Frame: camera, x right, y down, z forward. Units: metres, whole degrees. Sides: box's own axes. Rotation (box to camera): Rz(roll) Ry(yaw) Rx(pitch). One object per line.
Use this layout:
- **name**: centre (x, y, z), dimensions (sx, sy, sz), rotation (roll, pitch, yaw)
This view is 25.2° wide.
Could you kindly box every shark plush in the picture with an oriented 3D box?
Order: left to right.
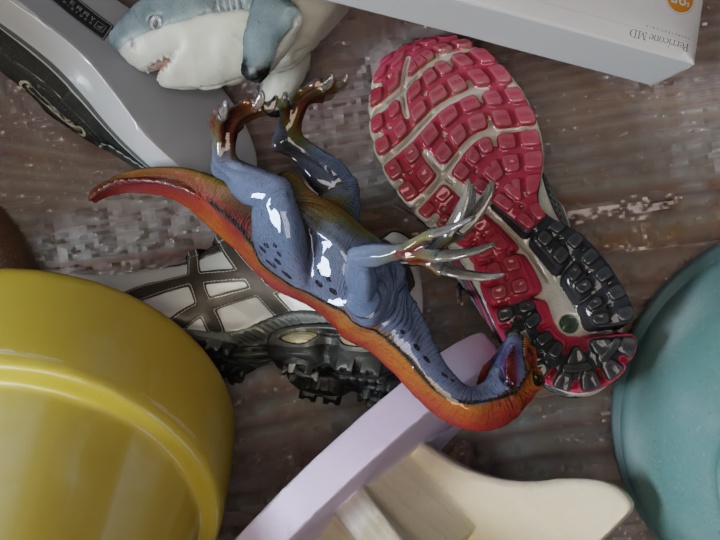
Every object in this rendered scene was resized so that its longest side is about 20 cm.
- **shark plush**: centre (-0.033, -0.167, 0.788), dimensions (0.083, 0.091, 0.200), rotation (38, 99, 7)

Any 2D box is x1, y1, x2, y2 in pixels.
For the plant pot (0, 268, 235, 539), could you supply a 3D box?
- **plant pot**: centre (-0.164, 0.133, 0.744), dimensions (0.201, 0.189, 0.201), rotation (1, 133, 1)

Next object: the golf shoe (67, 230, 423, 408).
- **golf shoe**: centre (-0.063, 0.011, 0.826), dimensions (0.200, 0.078, 0.095), rotation (8, 72, 10)

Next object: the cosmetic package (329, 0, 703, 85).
- **cosmetic package**: centre (0.065, -0.153, 0.758), dimensions (0.200, 0.051, 0.083), rotation (12, 83, -15)

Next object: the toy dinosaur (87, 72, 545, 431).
- **toy dinosaur**: centre (0.000, 0.000, 0.749), dimensions (0.200, 0.105, 0.182), rotation (-25, 87, 36)

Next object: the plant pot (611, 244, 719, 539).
- **plant pot**: centre (0.225, 0.083, 0.765), dimensions (0.200, 0.134, 0.200), rotation (1, 98, 5)

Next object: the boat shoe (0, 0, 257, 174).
- **boat shoe**: centre (-0.139, -0.102, 0.820), dimensions (0.200, 0.069, 0.057), rotation (42, 134, -8)

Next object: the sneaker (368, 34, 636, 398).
- **sneaker**: centre (0.063, -0.024, 0.805), dimensions (0.081, 0.075, 0.200), rotation (-25, 81, -5)

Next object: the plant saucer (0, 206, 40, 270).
- **plant saucer**: centre (-0.266, 0.034, 0.859), dimensions (0.200, 0.032, 0.200), rotation (0, 96, 5)

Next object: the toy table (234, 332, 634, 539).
- **toy table**: centre (0.026, 0.140, 0.785), dimensions (0.117, 0.184, 0.200), rotation (46, 107, 15)
